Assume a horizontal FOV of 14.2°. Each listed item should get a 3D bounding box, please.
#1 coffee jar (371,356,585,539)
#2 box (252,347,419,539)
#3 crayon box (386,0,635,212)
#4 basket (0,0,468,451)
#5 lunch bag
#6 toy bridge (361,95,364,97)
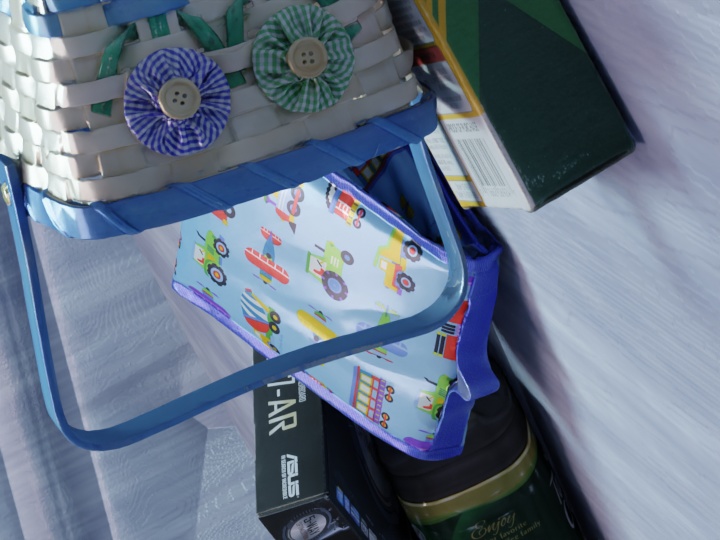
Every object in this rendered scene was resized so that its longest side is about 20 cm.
[{"bbox_3d":[0.077,0.145,1.636,0.104,0.085,0.200,-106,-9,-63],"label":"coffee jar"},{"bbox_3d":[-0.001,0.123,1.647,0.200,0.043,0.160,56,-157,-44],"label":"box"},{"bbox_3d":[0.025,-0.122,1.123,0.200,0.052,0.126,60,172,-7],"label":"crayon box"},{"bbox_3d":[-0.059,-0.044,1.111,0.139,0.176,0.200,39,147,59],"label":"basket"},{"bbox_3d":[0.000,0.000,1.509,0.200,0.094,0.151,45,142,31],"label":"lunch bag"},{"bbox_3d":[-0.032,-0.126,1.417,0.200,0.067,0.027,53,170,43],"label":"toy bridge"}]
